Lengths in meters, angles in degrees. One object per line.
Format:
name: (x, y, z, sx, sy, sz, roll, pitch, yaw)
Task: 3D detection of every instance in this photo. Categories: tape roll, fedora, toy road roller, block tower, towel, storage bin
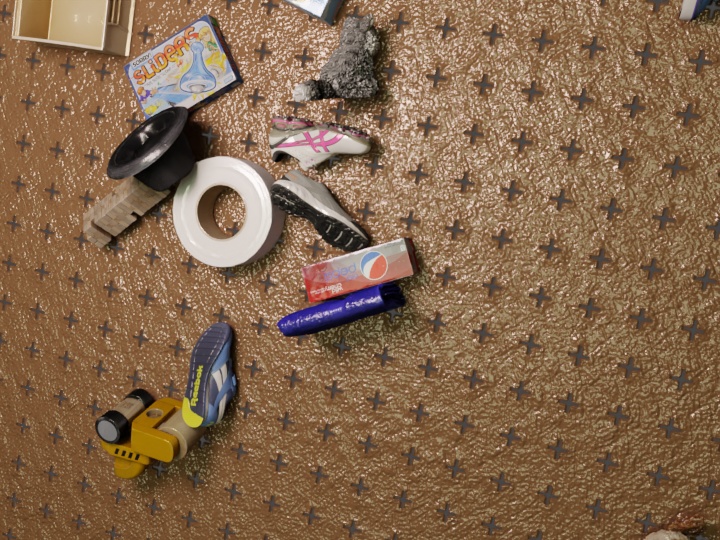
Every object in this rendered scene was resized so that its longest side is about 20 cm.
tape roll: (-0.244, -0.109, 1.329, 0.200, 0.071, 0.205, 1, 95, 16)
fedora: (-0.359, -0.204, 1.286, 0.199, 0.201, 0.092, -26, 124, 16)
toy road roller: (-0.404, 0.331, 1.386, 0.198, 0.123, 0.147, 12, 112, 14)
block tower: (-0.451, -0.128, 1.381, 0.199, 0.054, 0.058, -36, 46, 14)
towel: (-0.032, 0.066, 1.246, 0.198, 0.148, 0.050, -18, 81, 16)
storage bin: (-0.538, -0.522, 1.365, 0.198, 0.094, 0.201, 11, 97, 14)

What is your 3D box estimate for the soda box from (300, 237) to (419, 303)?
soda box: (0.000, 0.000, 1.274, 0.198, 0.063, 0.071, -16, 88, 16)

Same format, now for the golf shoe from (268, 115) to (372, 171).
golf shoe: (-0.071, -0.221, 1.276, 0.198, 0.072, 0.093, 12, 103, 24)

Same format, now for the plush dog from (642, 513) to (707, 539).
plush dog: (0.527, 0.495, 1.151, 0.200, 0.161, 0.172, -40, 67, -13)

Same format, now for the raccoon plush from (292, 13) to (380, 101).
raccoon plush: (-0.031, -0.357, 1.197, 0.096, 0.200, 0.135, 7, 110, 27)

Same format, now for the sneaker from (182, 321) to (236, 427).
sneaker: (-0.278, 0.199, 1.367, 0.073, 0.082, 0.202, 5, 77, 38)

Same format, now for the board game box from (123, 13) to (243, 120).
board game box: (-0.335, -0.369, 1.351, 0.199, 0.034, 0.136, -26, 87, 15)

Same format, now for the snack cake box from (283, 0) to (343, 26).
snack cake box: (-0.062, -0.548, 1.247, 0.114, 0.067, 0.201, 30, 101, 12)

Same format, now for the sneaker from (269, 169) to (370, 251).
sneaker: (-0.061, -0.110, 1.278, 0.200, 0.080, 0.074, 37, 142, -5)

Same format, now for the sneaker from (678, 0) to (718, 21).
sneaker: (0.584, -0.452, 1.071, 0.146, 0.081, 0.201, 26, 95, 16)
